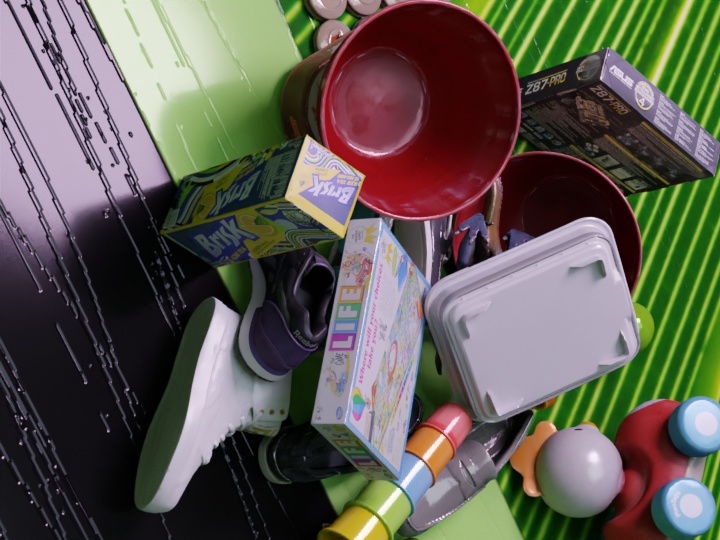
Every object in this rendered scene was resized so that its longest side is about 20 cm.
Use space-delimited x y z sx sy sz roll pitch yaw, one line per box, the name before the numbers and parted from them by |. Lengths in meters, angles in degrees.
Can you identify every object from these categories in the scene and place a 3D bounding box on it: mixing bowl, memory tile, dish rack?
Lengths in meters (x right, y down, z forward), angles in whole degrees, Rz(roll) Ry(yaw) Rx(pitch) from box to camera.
mixing bowl | 0.037 -0.154 1.395 0.199 0.108 0.201 -5 103 -22
memory tile | 0.021 -0.288 1.541 0.199 0.017 0.154 -12 91 -39
dish rack | 0.175 0.056 1.441 0.199 0.044 0.172 -24 118 -5
mixing bowl | 0.206 -0.037 1.561 0.108 0.199 0.201 -38 108 -62

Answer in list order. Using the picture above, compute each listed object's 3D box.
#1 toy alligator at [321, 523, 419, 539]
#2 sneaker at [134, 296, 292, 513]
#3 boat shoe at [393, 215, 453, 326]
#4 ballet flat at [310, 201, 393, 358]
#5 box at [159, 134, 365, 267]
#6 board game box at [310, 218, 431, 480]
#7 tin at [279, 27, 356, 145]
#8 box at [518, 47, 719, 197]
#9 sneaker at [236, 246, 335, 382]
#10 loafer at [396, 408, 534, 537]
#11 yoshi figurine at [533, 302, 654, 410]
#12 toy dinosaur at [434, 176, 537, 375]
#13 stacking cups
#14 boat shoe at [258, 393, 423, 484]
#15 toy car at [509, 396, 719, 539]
toy alligator | 0.043 0.295 1.448 0.199 0.059 0.054 19 105 -18
sneaker | -0.120 0.137 1.323 0.115 0.074 0.201 32 63 -28
boat shoe | 0.065 -0.038 1.506 0.060 0.074 0.201 7 70 -33
ballet flat | 0.000 0.000 1.450 0.072 0.072 0.201 29 66 -32
box | -0.089 -0.056 1.296 0.070 0.200 0.065 34 64 -30
board game box | 0.013 0.073 1.355 0.135 0.034 0.201 52 42 -53
tin | 0.004 -0.180 1.485 0.200 0.042 0.112 -37 110 -33
box | 0.269 -0.154 1.630 0.200 0.161 0.049 33 64 -30
sneaker | -0.053 0.004 1.356 0.076 0.087 0.201 32 40 -32
loafer | 0.102 0.193 1.495 0.200 0.070 0.070 -44 108 -36
yoshi figurine | 0.258 0.077 1.628 0.200 0.112 0.112 -40 124 -38
toy dinosaur | 0.141 0.020 1.519 0.104 0.182 0.201 9 56 5
stacking cups | 0.037 0.203 1.423 0.200 0.060 0.061 -47 112 -38
boat shoe | -0.002 0.154 1.420 0.199 0.066 0.075 -9 88 -40
toy car | 0.260 0.204 1.593 0.199 0.184 0.178 19 69 -6
